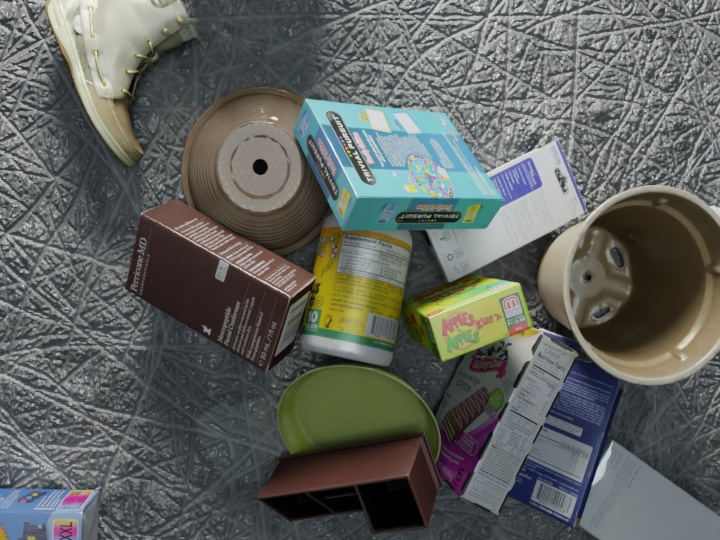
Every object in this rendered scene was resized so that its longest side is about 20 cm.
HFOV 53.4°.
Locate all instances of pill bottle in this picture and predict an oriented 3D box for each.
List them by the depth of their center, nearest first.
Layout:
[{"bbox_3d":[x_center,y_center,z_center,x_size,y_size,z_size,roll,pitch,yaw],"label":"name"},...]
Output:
[{"bbox_3d":[0.000,0.000,0.830,0.109,0.113,0.206,11,83,-6],"label":"pill bottle"}]

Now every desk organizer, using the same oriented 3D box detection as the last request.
[{"bbox_3d":[-0.013,0.251,0.815,0.195,0.077,0.073,-15,105,23],"label":"desk organizer"}]

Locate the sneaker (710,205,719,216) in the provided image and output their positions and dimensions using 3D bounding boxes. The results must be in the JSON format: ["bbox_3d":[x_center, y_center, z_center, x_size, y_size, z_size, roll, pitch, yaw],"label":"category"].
[{"bbox_3d":[0.489,0.003,0.911,0.098,0.075,0.203,-32,99,-17],"label":"sneaker"}]

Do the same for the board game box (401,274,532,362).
[{"bbox_3d":[0.110,0.048,0.803,0.099,0.200,0.049,-20,94,-4],"label":"board game box"}]

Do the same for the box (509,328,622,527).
[{"bbox_3d":[0.238,0.186,0.867,0.119,0.032,0.205,18,86,34],"label":"box"}]

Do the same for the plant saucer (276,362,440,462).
[{"bbox_3d":[-0.001,0.180,0.840,0.194,0.031,0.204,7,125,9],"label":"plant saucer"}]

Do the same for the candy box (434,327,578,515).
[{"bbox_3d":[0.155,0.158,0.840,0.060,0.136,0.204,28,89,-19],"label":"candy box"}]

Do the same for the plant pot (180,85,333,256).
[{"bbox_3d":[-0.114,-0.116,0.831,0.194,0.093,0.208,0,91,-5],"label":"plant pot"}]

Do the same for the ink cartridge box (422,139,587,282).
[{"bbox_3d":[0.173,-0.073,0.886,0.196,0.039,0.102,-25,94,-3],"label":"ink cartridge box"}]

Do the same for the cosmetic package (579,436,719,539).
[{"bbox_3d":[0.346,0.301,0.895,0.198,0.081,0.114,37,89,-7],"label":"cosmetic package"}]

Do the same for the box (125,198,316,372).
[{"bbox_3d":[-0.157,0.013,0.800,0.196,0.075,0.102,28,116,13],"label":"box"}]

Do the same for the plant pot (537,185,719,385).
[{"bbox_3d":[0.296,0.013,0.827,0.194,0.183,0.207,0,92,-5],"label":"plant pot"}]

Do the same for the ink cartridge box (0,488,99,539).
[{"bbox_3d":[-0.411,0.332,0.828,0.194,0.076,0.141,2,92,-4],"label":"ink cartridge box"}]

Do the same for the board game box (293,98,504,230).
[{"bbox_3d":[0.042,-0.115,0.787,0.195,0.047,0.153,-2,50,-33],"label":"board game box"}]

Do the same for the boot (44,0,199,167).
[{"bbox_3d":[-0.254,-0.239,0.825,0.151,0.072,0.205,-24,94,-7],"label":"boot"}]
